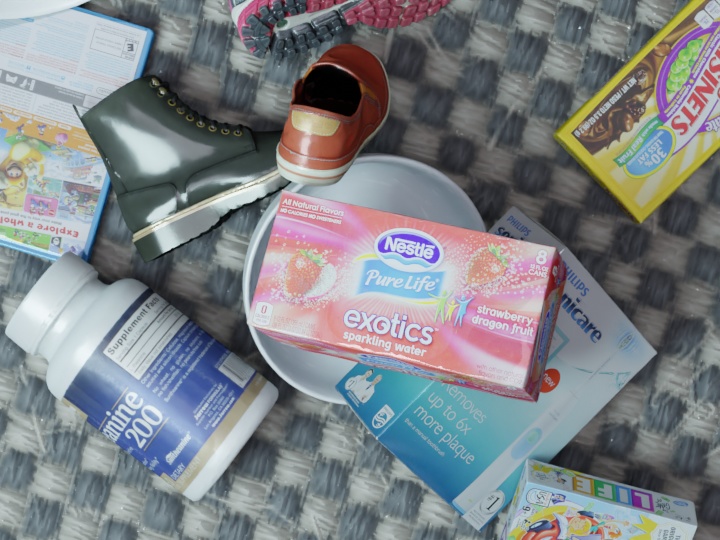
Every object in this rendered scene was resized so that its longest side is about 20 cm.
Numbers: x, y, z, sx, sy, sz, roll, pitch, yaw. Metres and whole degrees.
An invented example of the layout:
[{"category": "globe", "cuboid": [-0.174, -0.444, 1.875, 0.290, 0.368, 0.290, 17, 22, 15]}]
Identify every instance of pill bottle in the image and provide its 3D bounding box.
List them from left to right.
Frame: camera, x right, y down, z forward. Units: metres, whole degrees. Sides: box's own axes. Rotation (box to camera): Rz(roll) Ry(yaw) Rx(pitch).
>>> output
[{"category": "pill bottle", "cuboid": [-0.172, 0.078, 1.203, 0.200, 0.111, 0.111, 38, 91, -1]}]

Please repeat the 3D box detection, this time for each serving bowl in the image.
[{"category": "serving bowl", "cuboid": [0.000, 0.000, 1.212, 0.199, 0.066, 0.201, -5, 110, -14]}]

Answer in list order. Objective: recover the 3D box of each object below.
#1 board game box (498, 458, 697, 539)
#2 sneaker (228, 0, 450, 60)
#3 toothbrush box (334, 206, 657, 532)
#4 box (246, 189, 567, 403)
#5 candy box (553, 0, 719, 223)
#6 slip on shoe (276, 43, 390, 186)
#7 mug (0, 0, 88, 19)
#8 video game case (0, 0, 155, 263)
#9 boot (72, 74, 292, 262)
[{"category": "board game box", "cuboid": [0.166, 0.253, 1.208, 0.134, 0.034, 0.201, 14, 116, -1]}, {"category": "sneaker", "cuboid": [-0.008, -0.235, 1.218, 0.199, 0.081, 0.075, -15, 53, -9]}, {"category": "toothbrush box", "cuboid": [0.105, 0.076, 1.188, 0.200, 0.085, 0.146, -45, 126, -1]}, {"category": "box", "cuboid": [0.036, 0.018, 1.080, 0.199, 0.095, 0.103, 13, 82, 14]}, {"category": "candy box", "cuboid": [0.261, -0.142, 1.244, 0.200, 0.026, 0.102, -45, 95, 1]}, {"category": "slip on shoe", "cuboid": [-0.017, -0.131, 1.163, 0.074, 0.200, 0.061, 13, 120, 6]}, {"category": "mug", "cuboid": [-0.285, -0.294, 1.186, 0.199, 0.147, 0.176, -20, 78, 24]}, {"category": "video game case", "cuboid": [-0.261, -0.117, 1.245, 0.142, 0.018, 0.201, 17, 91, -1]}, {"category": "boot", "cuboid": [-0.114, -0.113, 1.213, 0.199, 0.077, 0.139, -29, 92, -6]}]
